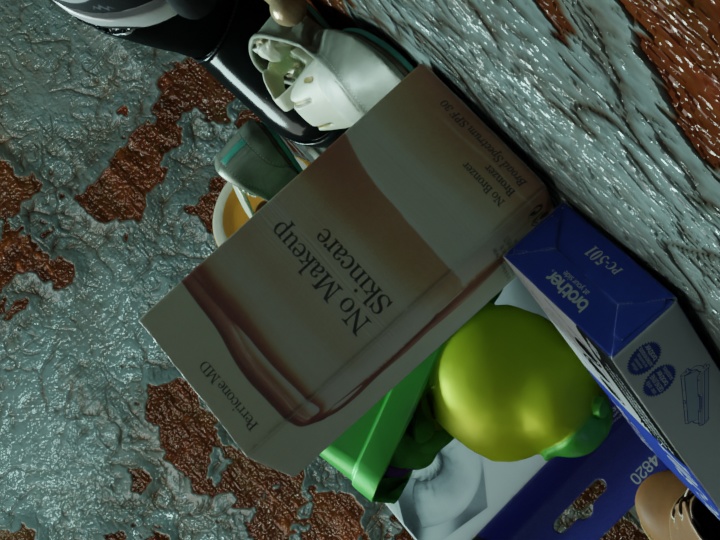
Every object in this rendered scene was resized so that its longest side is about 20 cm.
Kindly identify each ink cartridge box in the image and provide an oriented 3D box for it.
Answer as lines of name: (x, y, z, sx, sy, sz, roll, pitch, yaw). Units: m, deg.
ink cartridge box: (0.099, 0.113, 0.951, 0.200, 0.200, 0.041, 46, -163, 21)
ink cartridge box: (0.154, 0.057, 0.702, 0.200, 0.044, 0.094, 48, -179, -43)

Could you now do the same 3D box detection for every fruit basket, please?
fruit basket: (0.065, 0.059, 0.851, 0.216, 0.216, 0.156, 47, 179, 13)

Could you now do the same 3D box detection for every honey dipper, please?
honey dipper: (-0.081, -0.201, 0.878, 0.038, 0.038, 0.200, 48, 179, -42)

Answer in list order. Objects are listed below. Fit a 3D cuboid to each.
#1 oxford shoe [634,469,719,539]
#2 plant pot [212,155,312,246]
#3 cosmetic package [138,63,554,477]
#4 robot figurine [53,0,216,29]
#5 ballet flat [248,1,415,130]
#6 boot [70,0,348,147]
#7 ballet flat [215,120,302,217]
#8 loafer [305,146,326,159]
oxford shoe: (0.217, 0.148, 0.818, 0.071, 0.071, 0.200, 38, 172, -16)
plant pot: (-0.056, -0.031, 1.431, 0.200, 0.200, 0.183, 47, -176, 36)
cosmetic package: (-0.002, 0.002, 0.709, 0.103, 0.200, 0.087, 47, 180, 20)
robot figurine: (-0.145, -0.207, 0.708, 0.200, 0.125, 0.151, 50, -145, -71)
ballet flat: (-0.019, -0.114, 0.814, 0.067, 0.064, 0.200, 47, 179, -29)
boot: (-0.110, -0.165, 0.936, 0.162, 0.073, 0.198, 10, -147, -51)
ballet flat: (-0.057, -0.054, 1.121, 0.067, 0.064, 0.200, 50, -177, 38)
loafer: (-0.034, -0.134, 1.078, 0.200, 0.063, 0.072, 50, -175, 23)
